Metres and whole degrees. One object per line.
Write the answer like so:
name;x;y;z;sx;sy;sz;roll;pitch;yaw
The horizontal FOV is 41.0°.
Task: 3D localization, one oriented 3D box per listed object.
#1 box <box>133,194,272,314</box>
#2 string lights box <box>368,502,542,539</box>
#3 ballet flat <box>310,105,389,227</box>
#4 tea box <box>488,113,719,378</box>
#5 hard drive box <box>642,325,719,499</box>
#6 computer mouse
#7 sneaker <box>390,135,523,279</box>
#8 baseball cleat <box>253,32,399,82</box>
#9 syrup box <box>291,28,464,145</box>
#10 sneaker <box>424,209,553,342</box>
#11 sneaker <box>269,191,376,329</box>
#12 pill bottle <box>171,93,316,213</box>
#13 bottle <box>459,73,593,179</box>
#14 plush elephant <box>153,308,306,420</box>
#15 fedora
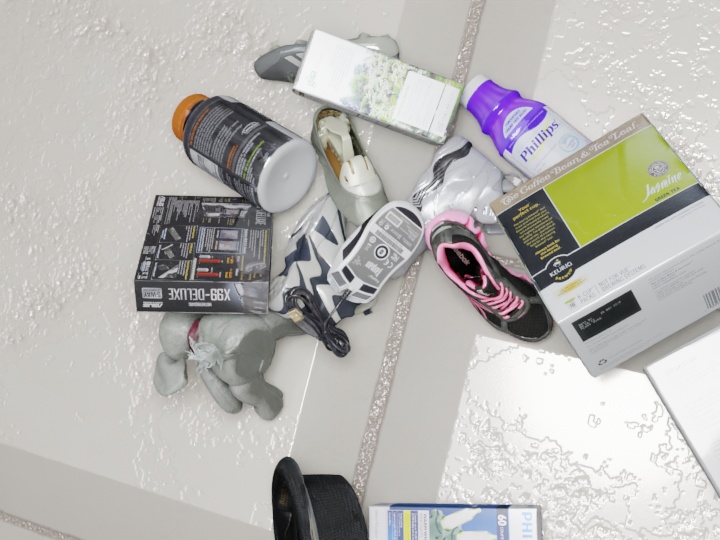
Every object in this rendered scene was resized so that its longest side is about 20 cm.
box;-0.189;-0.024;1.203;0.158;0.200;0.050;1;125;-5
string lights box;0.113;0.329;1.138;0.200;0.059;0.103;-4;79;16
ballet flat;-0.016;-0.134;1.216;0.067;0.064;0.200;-15;53;-17
tea box;0.282;-0.028;1.057;0.200;0.134;0.197;-30;48;10
hard drive box;0.431;0.158;1.059;0.156;0.077;0.200;-30;75;10
computer mouse;0.000;0.000;1.154;0.110;0.044;0.200;39;92;-23
sneaker;0.113;-0.060;1.191;0.115;0.075;0.200;31;89;21
baseball cleat;-0.046;-0.256;1.273;0.200;0.070;0.107;-7;79;17
syrup box;0.020;-0.226;1.201;0.200;0.081;0.079;19;95;-5
sneaker;0.151;0.020;1.129;0.200;0.095;0.079;43;106;-11
sneaker;-0.029;-0.003;1.232;0.079;0.130;0.199;-32;29;46
pill bottle;-0.161;-0.164;1.265;0.200;0.106;0.106;33;92;30
bottle;0.209;-0.165;1.183;0.200;0.065;0.084;44;94;18
plush elephant;-0.185;0.089;1.223;0.155;0.200;0.165;21;95;37
fedora;-0.045;0.318;1.156;0.092;0.201;0.201;-7;77;-18
